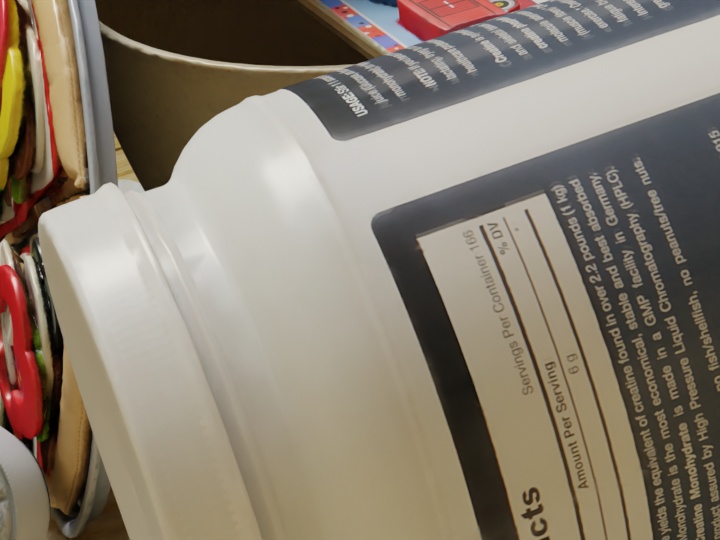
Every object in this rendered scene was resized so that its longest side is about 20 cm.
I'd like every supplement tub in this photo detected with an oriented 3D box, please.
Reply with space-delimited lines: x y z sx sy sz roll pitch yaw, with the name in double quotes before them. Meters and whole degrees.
"supplement tub" 0.042 0.014 0.554 0.199 0.141 0.140 -19 11 -10

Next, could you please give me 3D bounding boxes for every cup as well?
"cup" 0.009 -0.045 0.835 0.199 0.144 0.201 -4 29 2

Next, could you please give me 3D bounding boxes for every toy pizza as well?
"toy pizza" -0.107 -0.015 0.789 0.032 0.202 0.200 -4 7 -15

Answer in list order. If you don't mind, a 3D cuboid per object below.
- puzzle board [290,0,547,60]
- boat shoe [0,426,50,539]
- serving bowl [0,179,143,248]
"puzzle board" 0.073 -0.084 0.727 0.150 0.017 0.200 -18 31 -20
"boat shoe" -0.171 0.073 0.792 0.199 0.072 0.062 -6 1 33
"serving bowl" -0.130 0.005 1.091 0.199 0.066 0.200 -17 10 3
